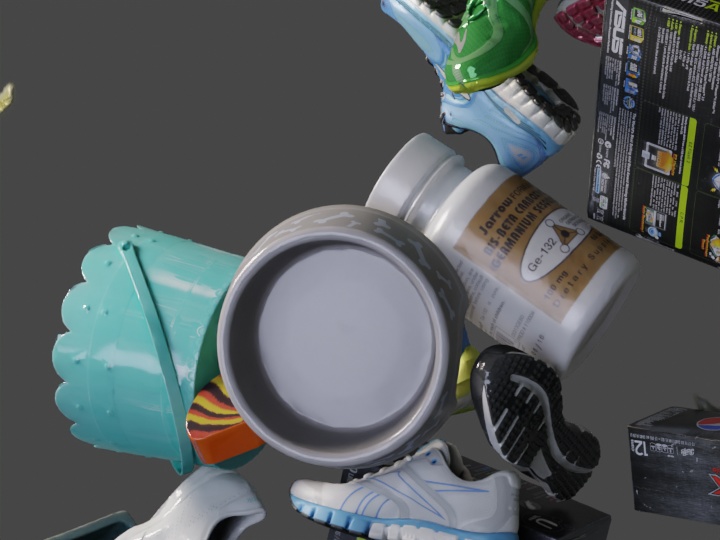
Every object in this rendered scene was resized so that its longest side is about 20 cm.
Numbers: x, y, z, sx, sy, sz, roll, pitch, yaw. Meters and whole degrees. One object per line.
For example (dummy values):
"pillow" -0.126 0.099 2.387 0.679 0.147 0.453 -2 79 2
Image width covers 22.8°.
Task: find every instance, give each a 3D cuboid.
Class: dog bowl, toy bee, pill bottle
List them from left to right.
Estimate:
"toy bee" -0.041 0.090 1.431 0.132 0.198 0.109 102 166 -44
"dog bowl" -0.016 0.054 1.327 0.198 0.059 0.202 1 96 12
"pill bottle" 0.105 -0.016 1.378 0.199 0.114 0.115 35 112 14

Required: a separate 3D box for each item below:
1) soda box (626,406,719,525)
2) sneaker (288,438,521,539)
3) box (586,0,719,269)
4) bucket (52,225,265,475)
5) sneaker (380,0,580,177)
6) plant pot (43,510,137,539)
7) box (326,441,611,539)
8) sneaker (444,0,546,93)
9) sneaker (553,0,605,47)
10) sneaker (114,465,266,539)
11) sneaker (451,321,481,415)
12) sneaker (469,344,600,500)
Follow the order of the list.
"soda box" 0.294 0.148 1.297 0.199 0.063 0.071 5 107 44
"sneaker" 0.038 0.170 1.370 0.198 0.075 0.087 7 81 27
"box" 0.260 -0.097 1.286 0.192 0.047 0.201 21 131 28
"bucket" -0.152 0.070 1.520 0.134 0.207 0.209 10 100 26
"sneaker" 0.079 -0.152 1.421 0.200 0.078 0.090 49 120 19
"plant pot" -0.296 0.371 1.648 0.200 0.195 0.197 -36 76 38
"box" 0.082 0.227 1.439 0.199 0.106 0.123 19 103 29
"sneaker" 0.101 -0.211 1.338 0.074 0.201 0.084 -9 134 40
"sneaker" 0.227 -0.238 1.326 0.199 0.080 0.075 -35 47 31
"sneaker" -0.165 0.259 1.561 0.200 0.075 0.088 -48 43 -8
"sneaker" 0.013 0.075 1.489 0.198 0.076 0.106 -11 89 25
"sneaker" 0.116 0.112 1.365 0.080 0.200 0.074 32 77 35
